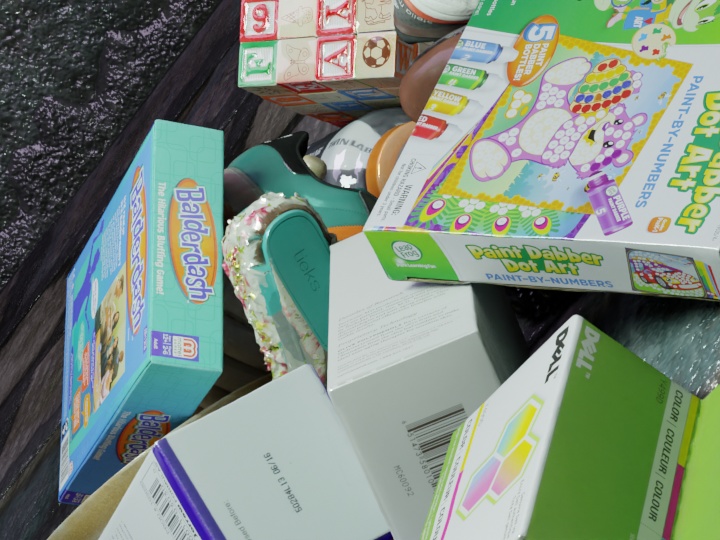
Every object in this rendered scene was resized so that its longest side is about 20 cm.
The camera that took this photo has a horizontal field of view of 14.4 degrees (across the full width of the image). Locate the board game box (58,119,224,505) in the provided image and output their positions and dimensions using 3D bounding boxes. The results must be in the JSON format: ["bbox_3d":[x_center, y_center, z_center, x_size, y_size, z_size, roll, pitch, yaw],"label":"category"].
[{"bbox_3d":[-0.127,0.029,1.639,0.200,0.045,0.153,127,147,-57],"label":"board game box"}]

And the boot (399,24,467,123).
[{"bbox_3d":[0.069,-0.069,1.551,0.187,0.069,0.200,6,29,28],"label":"boot"}]

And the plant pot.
[{"bbox_3d":[-0.105,0.128,1.664,0.200,0.028,0.200,-37,-11,-9],"label":"plant pot"}]

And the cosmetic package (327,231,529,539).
[{"bbox_3d":[0.039,0.051,1.454,0.084,0.108,0.200,-22,18,7],"label":"cosmetic package"}]

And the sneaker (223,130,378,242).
[{"bbox_3d":[0.000,0.000,1.638,0.080,0.200,0.071,-38,-13,-18],"label":"sneaker"}]

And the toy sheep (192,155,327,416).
[{"bbox_3d":[-0.071,0.020,1.745,0.201,0.137,0.138,-56,11,16],"label":"toy sheep"}]

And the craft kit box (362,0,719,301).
[{"bbox_3d":[0.126,-0.076,1.401,0.196,0.049,0.201,5,52,30],"label":"craft kit box"}]

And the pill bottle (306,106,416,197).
[{"bbox_3d":[0.012,-0.048,1.871,0.107,0.106,0.200,-59,12,-17],"label":"pill bottle"}]

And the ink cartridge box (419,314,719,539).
[{"bbox_3d":[0.109,0.082,1.217,0.200,0.076,0.148,-48,14,39],"label":"ink cartridge box"}]

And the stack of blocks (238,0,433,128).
[{"bbox_3d":[0.019,-0.131,1.868,0.114,0.200,0.059,-2,80,28],"label":"stack of blocks"}]

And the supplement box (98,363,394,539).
[{"bbox_3d":[-0.066,0.147,1.514,0.103,0.102,0.200,-26,-14,-27],"label":"supplement box"}]

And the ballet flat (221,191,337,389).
[{"bbox_3d":[-0.022,0.048,1.571,0.075,0.201,0.064,-26,16,-28],"label":"ballet flat"}]

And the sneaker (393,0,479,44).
[{"bbox_3d":[0.106,-0.174,1.702,0.082,0.199,0.078,119,141,-60],"label":"sneaker"}]

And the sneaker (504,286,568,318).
[{"bbox_3d":[0.077,-0.015,1.625,0.073,0.072,0.200,-51,14,-14],"label":"sneaker"}]
